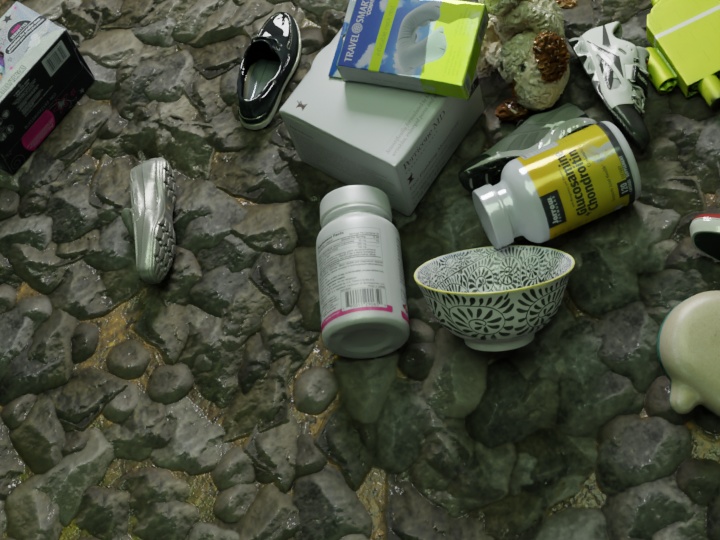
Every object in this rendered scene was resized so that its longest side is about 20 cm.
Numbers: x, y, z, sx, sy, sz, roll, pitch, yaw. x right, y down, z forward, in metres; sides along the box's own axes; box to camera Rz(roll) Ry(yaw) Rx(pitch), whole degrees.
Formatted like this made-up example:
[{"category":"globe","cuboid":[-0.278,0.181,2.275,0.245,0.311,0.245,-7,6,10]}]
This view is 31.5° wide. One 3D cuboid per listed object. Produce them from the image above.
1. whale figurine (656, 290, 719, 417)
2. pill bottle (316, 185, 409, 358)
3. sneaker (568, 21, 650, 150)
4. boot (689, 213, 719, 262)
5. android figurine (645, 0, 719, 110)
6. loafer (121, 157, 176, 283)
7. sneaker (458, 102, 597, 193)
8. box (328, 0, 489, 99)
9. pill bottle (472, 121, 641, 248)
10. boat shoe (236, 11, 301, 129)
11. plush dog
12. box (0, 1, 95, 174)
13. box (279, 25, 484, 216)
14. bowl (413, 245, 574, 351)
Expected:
[{"category":"whale figurine","cuboid":[0.429,0.124,1.496,0.158,0.104,0.202,-30,84,-5]},{"category":"pill bottle","cuboid":[0.000,0.000,1.640,0.112,0.114,0.202,-9,61,8]},{"category":"sneaker","cuboid":[0.354,-0.256,1.706,0.088,0.074,0.202,-28,60,13]},{"category":"boot","cuboid":[0.513,-0.077,1.586,0.197,0.073,0.146,9,64,8]},{"category":"android figurine","cuboid":[0.467,-0.312,1.736,0.180,0.041,0.201,-27,60,-1]},{"category":"loafer","cuboid":[-0.297,-0.066,1.776,0.069,0.070,0.202,-12,53,13]},{"category":"sneaker","cuboid":[0.220,-0.160,1.704,0.198,0.074,0.080,-24,48,-6]},{"category":"box","cuboid":[0.058,-0.299,1.664,0.197,0.048,0.124,12,75,18]},{"category":"pill bottle","cuboid":[0.249,-0.104,1.632,0.198,0.112,0.113,-24,60,-3]},{"category":"boat shoe","cuboid":[-0.139,-0.307,1.862,0.074,0.066,0.201,12,66,19]},{"category":"plush dog","cuboid":[0.231,-0.295,1.722,0.158,0.201,0.174,-3,65,-13]},{"category":"box","cuboid":[-0.516,-0.273,1.895,0.114,0.133,0.201,29,72,24]},{"category":"box","cuboid":[0.032,-0.219,1.738,0.199,0.131,0.200,28,72,25]},{"category":"bowl","cuboid":[0.168,0.040,1.571,0.198,0.096,0.201,-6,16,2]}]
